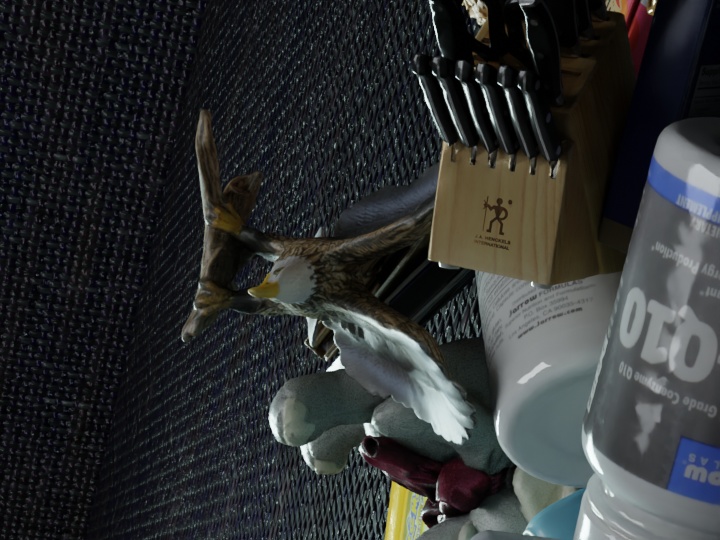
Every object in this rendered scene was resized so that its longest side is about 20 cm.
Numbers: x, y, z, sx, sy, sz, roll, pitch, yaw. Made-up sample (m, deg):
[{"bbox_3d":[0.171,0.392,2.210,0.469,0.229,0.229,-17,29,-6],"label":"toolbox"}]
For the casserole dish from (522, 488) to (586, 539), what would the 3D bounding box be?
[{"bbox_3d":[0.111,0.209,1.059,0.121,0.039,0.201,-117,25,-54],"label":"casserole dish"}]

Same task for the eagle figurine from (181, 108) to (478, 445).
[{"bbox_3d":[-0.003,0.003,1.086,0.151,0.199,0.152,-59,-38,-43],"label":"eagle figurine"}]

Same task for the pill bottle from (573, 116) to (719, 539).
[{"bbox_3d":[0.160,0.044,0.875,0.114,0.113,0.201,-116,36,-68],"label":"pill bottle"}]

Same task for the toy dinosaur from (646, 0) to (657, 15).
[{"bbox_3d":[0.150,-0.150,0.930,0.200,0.060,0.107,54,-151,-56],"label":"toy dinosaur"}]

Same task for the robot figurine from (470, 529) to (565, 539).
[{"bbox_3d":[0.084,0.199,0.915,0.113,0.199,0.170,115,159,-51],"label":"robot figurine"}]

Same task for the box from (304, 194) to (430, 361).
[{"bbox_3d":[0.061,-0.040,1.246,0.200,0.021,0.164,-39,-10,-44],"label":"box"}]

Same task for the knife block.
[{"bbox_3d":[0.089,-0.085,0.920,0.200,0.064,0.176,-8,-72,-62],"label":"knife block"}]

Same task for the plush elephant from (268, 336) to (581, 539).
[{"bbox_3d":[0.060,0.128,1.201,0.165,0.199,0.156,91,162,-76],"label":"plush elephant"}]

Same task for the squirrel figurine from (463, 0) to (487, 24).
[{"bbox_3d":[0.087,-0.259,1.342,0.187,0.141,0.201,-160,81,-83],"label":"squirrel figurine"}]

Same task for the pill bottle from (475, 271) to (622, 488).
[{"bbox_3d":[0.119,0.006,1.077,0.115,0.114,0.201,111,162,-45],"label":"pill bottle"}]

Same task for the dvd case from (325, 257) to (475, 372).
[{"bbox_3d":[0.065,-0.009,1.248,0.200,0.025,0.150,-42,-5,-26],"label":"dvd case"}]

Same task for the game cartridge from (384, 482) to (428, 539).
[{"bbox_3d":[0.052,0.185,1.439,0.200,0.032,0.177,172,106,-75],"label":"game cartridge"}]

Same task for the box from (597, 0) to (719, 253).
[{"bbox_3d":[0.174,-0.109,0.925,0.032,0.121,0.201,26,112,33],"label":"box"}]

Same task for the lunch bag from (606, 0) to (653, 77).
[{"bbox_3d":[0.157,-0.186,1.104,0.200,0.082,0.177,-97,20,-48],"label":"lunch bag"}]
